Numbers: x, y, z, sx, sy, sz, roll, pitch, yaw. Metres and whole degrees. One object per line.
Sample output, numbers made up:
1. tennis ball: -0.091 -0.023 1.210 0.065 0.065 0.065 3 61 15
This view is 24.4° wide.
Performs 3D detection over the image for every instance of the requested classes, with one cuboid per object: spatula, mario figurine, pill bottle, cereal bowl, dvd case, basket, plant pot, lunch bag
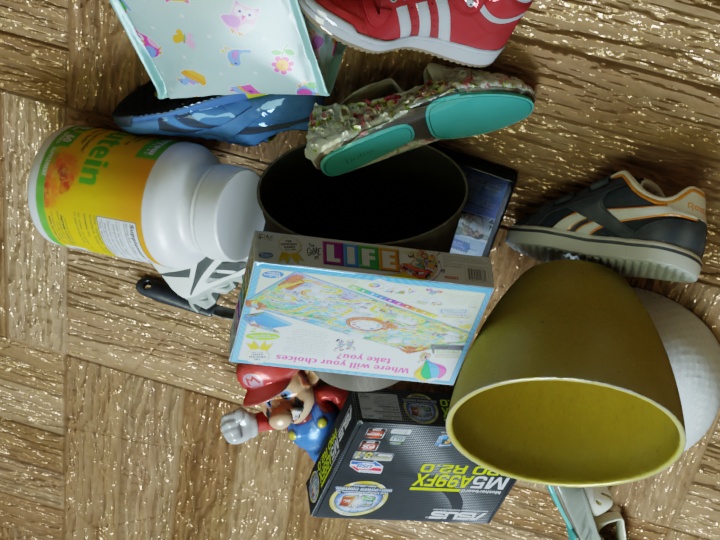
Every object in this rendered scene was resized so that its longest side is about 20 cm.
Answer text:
1. spatula: -0.131 0.040 1.634 0.198 0.057 0.021 15 154 15
2. mario figurine: -0.058 0.158 1.663 0.200 0.123 0.106 50 171 -34
3. pill bottle: -0.188 -0.064 1.483 0.198 0.111 0.112 10 135 28
4. cereal bowl: 0.236 0.113 1.546 0.198 0.084 0.202 9 132 10
5. dvd case: 0.050 -0.035 1.520 0.141 0.018 0.201 18 133 2
6. basket: 0.000 0.000 1.467 0.178 0.137 0.201 -2 136 -4
7. plant pot: 0.177 0.077 1.411 0.198 0.143 0.201 6 149 3
8. lunch bag: -0.110 -0.242 1.316 0.168 0.123 0.201 0 136 22

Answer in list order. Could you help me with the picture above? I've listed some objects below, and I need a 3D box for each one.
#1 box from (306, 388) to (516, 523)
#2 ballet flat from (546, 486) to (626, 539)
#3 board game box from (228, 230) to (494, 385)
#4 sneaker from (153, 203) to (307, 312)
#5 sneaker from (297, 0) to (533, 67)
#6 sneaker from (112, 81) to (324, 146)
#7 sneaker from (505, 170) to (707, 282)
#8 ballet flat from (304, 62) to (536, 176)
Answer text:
1. box: 0.063 0.186 1.645 0.198 0.045 0.161 6 136 -20
2. ballet flat: 0.232 0.248 1.694 0.063 0.068 0.201 -22 126 1
3. board game box: -0.002 0.034 1.383 0.198 0.034 0.135 7 139 -11
4. sneaker: -0.127 -0.034 1.542 0.088 0.074 0.199 39 131 -20
5. sneaker: 0.054 -0.222 1.274 0.198 0.072 0.113 3 142 -37
6. sneaker: -0.124 -0.134 1.457 0.198 0.066 0.079 -7 128 24
7. sneaker: 0.215 -0.040 1.427 0.199 0.080 0.078 7 167 45
8. ballet flat: 0.045 -0.138 1.387 0.198 0.064 0.076 -16 151 -1
